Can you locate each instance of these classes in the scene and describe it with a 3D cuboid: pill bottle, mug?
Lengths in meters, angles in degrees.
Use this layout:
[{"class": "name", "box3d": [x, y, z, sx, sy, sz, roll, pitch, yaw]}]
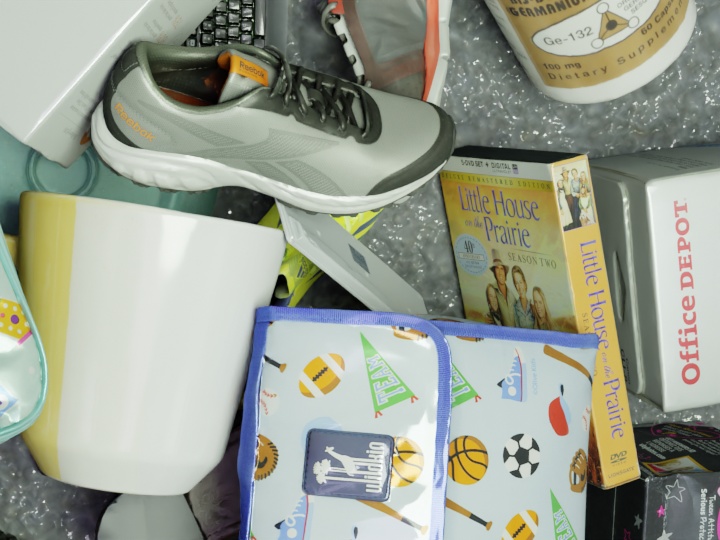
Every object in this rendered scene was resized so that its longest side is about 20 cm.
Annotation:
[{"class": "pill bottle", "box3d": [0.113, -0.203, 0.968, 0.114, 0.114, 0.200, -41, 130, -5]}, {"class": "mug", "box3d": [-0.139, 0.040, 0.925, 0.149, 0.186, 0.153, 8, 90, -53]}]

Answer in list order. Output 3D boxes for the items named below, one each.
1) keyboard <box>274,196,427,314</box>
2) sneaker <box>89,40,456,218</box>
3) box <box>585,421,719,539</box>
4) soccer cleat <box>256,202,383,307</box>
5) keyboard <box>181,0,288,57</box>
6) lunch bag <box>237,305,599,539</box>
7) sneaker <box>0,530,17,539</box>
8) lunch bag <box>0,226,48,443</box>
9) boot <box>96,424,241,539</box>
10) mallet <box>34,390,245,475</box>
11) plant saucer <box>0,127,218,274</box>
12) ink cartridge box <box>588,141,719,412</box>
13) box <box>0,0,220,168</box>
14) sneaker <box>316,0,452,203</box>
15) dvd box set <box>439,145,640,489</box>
[{"class": "keyboard", "box3d": [0.000, 0.000, 0.983, 0.011, 0.056, 0.200, -33, 145, 12]}, {"class": "sneaker", "box3d": [-0.041, -0.081, 0.886, 0.200, 0.074, 0.079, 3, 142, -17]}, {"class": "box", "box3d": [0.204, 0.211, 1.081, 0.115, 0.132, 0.200, -1, 99, -17]}, {"class": "soccer cleat", "box3d": [-0.035, -0.017, 1.010, 0.065, 0.084, 0.200, 43, 87, -16]}, {"class": "keyboard", "box3d": [-0.103, -0.194, 0.981, 0.127, 0.021, 0.200, 2, 86, -14]}, {"class": "lunch bag", "box3d": [0.027, 0.108, 0.911, 0.200, 0.124, 0.170, 7, 84, -29]}, {"class": "sneaker", "box3d": [-0.204, 0.221, 1.013, 0.200, 0.070, 0.090, 24, 89, -18]}, {"class": "lunch bag", "box3d": [-0.249, 0.007, 0.822, 0.160, 0.077, 0.200, -18, 87, -25]}, {"class": "boot", "box3d": [-0.072, 0.132, 1.022, 0.200, 0.097, 0.075, -17, 88, -16]}, {"class": "mallet", "box3d": [-0.103, 0.095, 1.039, 0.200, 0.066, 0.041, -20, 67, 4]}, {"class": "plant saucer", "box3d": [-0.181, -0.062, 0.993, 0.200, 0.036, 0.200, -2, 100, -14]}, {"class": "ink cartridge box", "box3d": [0.249, -0.007, 1.051, 0.200, 0.145, 0.146, -8, 100, -13]}, {"class": "box", "box3d": [-0.139, -0.165, 0.897, 0.097, 0.124, 0.200, 42, 88, 2]}, {"class": "sneaker", "box3d": [0.012, -0.134, 0.998, 0.082, 0.077, 0.200, 7, 67, -1]}, {"class": "dvd box set", "box3d": [0.108, 0.024, 1.020, 0.029, 0.146, 0.200, -16, 103, -23]}]
